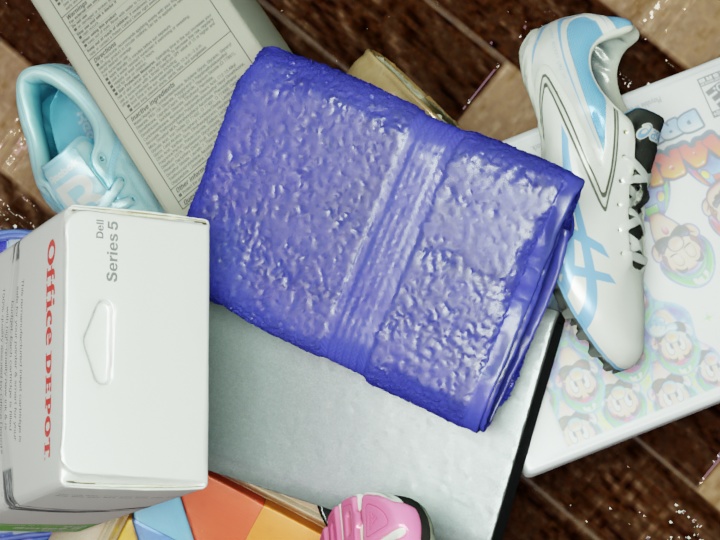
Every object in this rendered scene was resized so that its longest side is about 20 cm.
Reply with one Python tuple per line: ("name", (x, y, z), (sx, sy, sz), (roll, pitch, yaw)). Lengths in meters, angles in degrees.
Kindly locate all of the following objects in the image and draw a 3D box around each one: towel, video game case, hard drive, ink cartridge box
("towel", (0.009, -0.019, 1.224), (0.200, 0.050, 0.148), (25, 99, 15))
("video game case", (0.151, -0.004, 1.288), (0.200, 0.024, 0.182), (-21, 79, -4))
("hard drive", (-0.002, 0.063, 1.268), (0.200, 0.033, 0.140), (16, 89, 16))
("ink cartridge box", (-0.155, 0.059, 1.239), (0.084, 0.200, 0.146), (5, 76, -26))

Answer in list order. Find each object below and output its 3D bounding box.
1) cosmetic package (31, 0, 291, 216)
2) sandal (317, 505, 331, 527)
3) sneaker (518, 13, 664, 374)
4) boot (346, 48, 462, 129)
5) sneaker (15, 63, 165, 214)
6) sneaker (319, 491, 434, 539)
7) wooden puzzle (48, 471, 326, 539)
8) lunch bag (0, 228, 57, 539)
("cosmetic package", (-0.103, -0.123, 1.331), (0.104, 0.073, 0.200), (-37, 68, 13))
("sandal", (0.063, 0.087, 1.305), (0.200, 0.048, 0.075), (-42, 88, -12))
("sneaker", (0.133, -0.045, 1.245), (0.072, 0.072, 0.200), (-13, 76, 24))
("boot", (0.000, 0.000, 1.338), (0.175, 0.066, 0.200), (44, 98, 9))
("sneaker", (-0.153, -0.036, 1.340), (0.074, 0.082, 0.200), (-39, 65, 19))
("sneaker", (0.018, 0.183, 1.243), (0.087, 0.200, 0.074), (7, 52, -12))
("wooden puzzle", (-0.087, 0.188, 1.330), (0.200, 0.037, 0.185), (28, 98, 1))
("lunch bag", (-0.227, 0.069, 1.388), (0.160, 0.076, 0.200), (-10, 90, 11))
